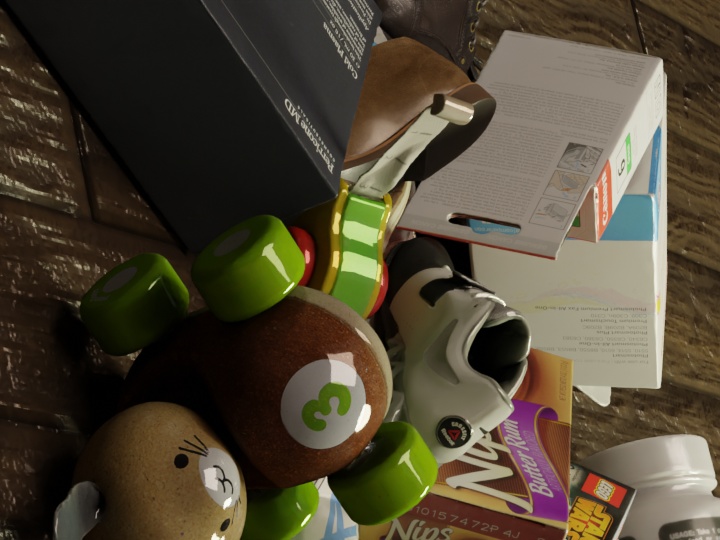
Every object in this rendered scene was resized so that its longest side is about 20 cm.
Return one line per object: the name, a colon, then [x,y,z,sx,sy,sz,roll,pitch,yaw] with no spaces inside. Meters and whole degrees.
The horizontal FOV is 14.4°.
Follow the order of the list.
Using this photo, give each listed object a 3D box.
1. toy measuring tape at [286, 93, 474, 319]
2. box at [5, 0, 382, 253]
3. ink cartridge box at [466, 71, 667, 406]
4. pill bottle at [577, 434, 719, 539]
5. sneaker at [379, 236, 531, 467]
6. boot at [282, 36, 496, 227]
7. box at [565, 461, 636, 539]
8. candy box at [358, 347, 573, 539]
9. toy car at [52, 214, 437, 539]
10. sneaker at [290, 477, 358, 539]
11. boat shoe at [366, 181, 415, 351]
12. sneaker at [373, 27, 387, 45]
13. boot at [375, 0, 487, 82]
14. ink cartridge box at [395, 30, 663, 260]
toy measuring tape: [0.002,-0.017,1.605,0.073,0.200,0.074,24,44,-26]
box: [-0.091,-0.151,1.617,0.200,0.104,0.183,55,28,-29]
ink cartridge box: [0.141,-0.018,1.902,0.129,0.124,0.201,-79,168,-47]
pill bottle: [0.214,0.221,1.943,0.114,0.113,0.201,18,56,-59]
sneaker: [0.060,0.039,1.640,0.074,0.088,0.201,54,20,-29]
boot: [-0.016,-0.070,1.698,0.199,0.074,0.075,-33,68,-28]
box: [0.077,0.161,1.701,0.136,0.040,0.200,23,27,8]
candy box: [0.063,0.107,1.689,0.200,0.116,0.057,-79,-174,-64]
toy car: [-0.082,0.103,1.417,0.165,0.157,0.200,57,40,-20]
sneaker: [-0.032,0.130,1.589,0.072,0.072,0.201,14,59,-11]
boat shoe: [0.000,0.000,1.736,0.201,0.071,0.065,-81,152,-49]
sneaker: [0.009,-0.115,1.826,0.200,0.076,0.081,33,42,-55]
boot: [0.081,-0.193,1.904,0.200,0.174,0.069,34,9,-49]
ink cartridge box: [0.107,-0.065,1.770,0.051,0.108,0.200,83,27,-42]
